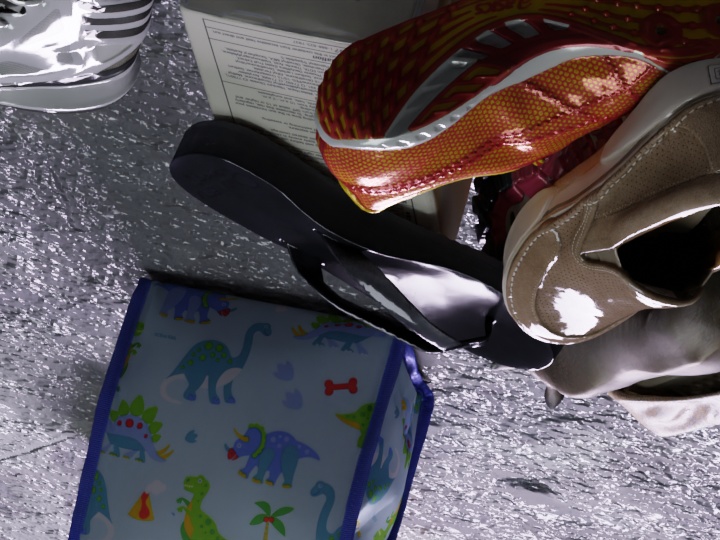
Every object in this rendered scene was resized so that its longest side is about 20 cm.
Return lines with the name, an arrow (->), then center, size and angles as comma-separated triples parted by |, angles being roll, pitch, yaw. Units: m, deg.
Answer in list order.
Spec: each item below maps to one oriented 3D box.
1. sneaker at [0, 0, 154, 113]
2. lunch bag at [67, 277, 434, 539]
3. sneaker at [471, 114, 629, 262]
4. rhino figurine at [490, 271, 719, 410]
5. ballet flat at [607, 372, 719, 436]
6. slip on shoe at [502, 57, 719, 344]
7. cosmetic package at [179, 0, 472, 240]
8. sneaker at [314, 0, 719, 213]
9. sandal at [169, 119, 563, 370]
sneaker -> -0.185, -0.119, 1.228 | 0.200, 0.076, 0.115 | -9, 152, -23
lunch bag -> -0.065, 0.125, 1.565 | 0.170, 0.200, 0.127 | 9, 155, 16
sneaker -> 0.118, -0.053, 1.229 | 0.075, 0.081, 0.200 | -5, 165, -23
rhino figurine -> 0.127, 0.021, 1.349 | 0.060, 0.087, 0.200 | 30, 153, -26
ballet flat -> 0.187, 0.043, 1.388 | 0.067, 0.068, 0.200 | 34, 150, -19
slip on shoe -> 0.116, -0.010, 1.130 | 0.076, 0.061, 0.200 | 8, 149, -23
cosmetic package -> -0.008, -0.084, 1.232 | 0.105, 0.071, 0.200 | 13, 156, 11
sneaker -> 0.078, -0.083, 1.119 | 0.200, 0.073, 0.077 | -17, 151, 2
sandal -> -0.001, 0.000, 1.256 | 0.200, 0.043, 0.076 | 28, 157, -14
